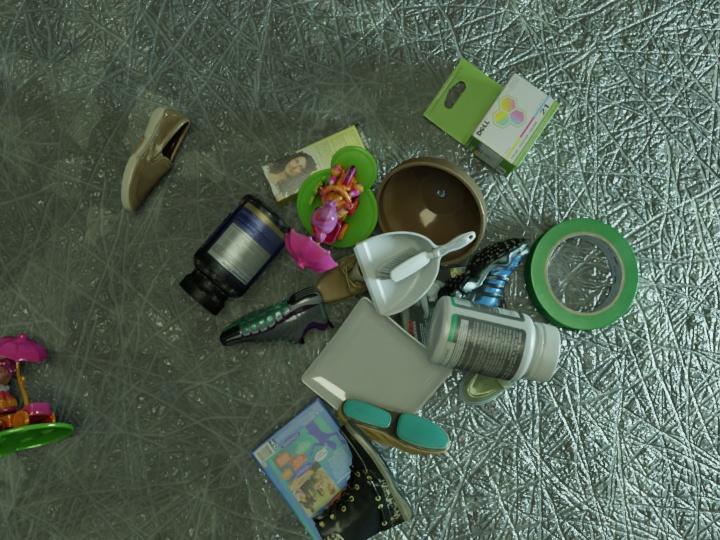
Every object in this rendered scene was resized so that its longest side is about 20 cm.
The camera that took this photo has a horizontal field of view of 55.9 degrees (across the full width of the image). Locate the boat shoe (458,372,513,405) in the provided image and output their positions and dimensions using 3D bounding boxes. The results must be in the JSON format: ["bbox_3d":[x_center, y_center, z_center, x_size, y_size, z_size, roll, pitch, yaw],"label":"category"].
[{"bbox_3d":[0.257,0.166,1.200,0.199,0.062,0.072,-38,78,0],"label":"boat shoe"}]

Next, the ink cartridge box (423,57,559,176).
[{"bbox_3d":[0.238,-0.295,1.254,0.199,0.076,0.149,35,83,1],"label":"ink cartridge box"}]

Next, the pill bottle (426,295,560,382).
[{"bbox_3d":[0.216,0.117,1.113,0.197,0.113,0.115,13,83,-4],"label":"pill bottle"}]

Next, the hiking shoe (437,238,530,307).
[{"bbox_3d":[0.227,0.020,1.203,0.199,0.074,0.087,-36,109,-11],"label":"hiking shoe"}]

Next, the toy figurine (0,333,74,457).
[{"bbox_3d":[-0.597,0.206,1.160,0.198,0.150,0.186,-24,69,20],"label":"toy figurine"}]

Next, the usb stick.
[{"bbox_3d":[0.059,0.151,1.216,0.198,0.033,0.056,28,76,1],"label":"usb stick"}]

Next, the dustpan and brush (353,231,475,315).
[{"bbox_3d":[0.102,-0.021,1.133,0.198,0.057,0.141,-29,112,-20],"label":"dustpan and brush"}]

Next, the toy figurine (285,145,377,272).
[{"bbox_3d":[-0.051,-0.083,1.117,0.149,0.185,0.201,27,123,-2],"label":"toy figurine"}]

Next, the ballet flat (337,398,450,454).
[{"bbox_3d":[0.055,0.274,1.163,0.198,0.064,0.069,20,44,9],"label":"ballet flat"}]

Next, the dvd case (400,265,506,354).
[{"bbox_3d":[0.168,0.067,1.221,0.197,0.022,0.148,-7,83,-14],"label":"dvd case"}]

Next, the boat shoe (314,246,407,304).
[{"bbox_3d":[0.000,0.000,1.198,0.198,0.066,0.075,-30,88,11],"label":"boat shoe"}]

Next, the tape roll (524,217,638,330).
[{"bbox_3d":[0.402,0.008,1.238,0.197,0.048,0.204,0,83,-2],"label":"tape roll"}]

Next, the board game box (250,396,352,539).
[{"bbox_3d":[-0.073,0.348,1.182,0.151,0.045,0.201,-37,86,-6],"label":"board game box"}]

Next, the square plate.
[{"bbox_3d":[0.027,0.178,1.187,0.199,0.028,0.199,39,106,2],"label":"square plate"}]

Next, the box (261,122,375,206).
[{"bbox_3d":[-0.076,-0.193,1.245,0.198,0.050,0.076,-26,85,-5],"label":"box"}]

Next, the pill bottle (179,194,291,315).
[{"bbox_3d":[-0.220,-0.025,1.188,0.112,0.112,0.201,40,84,3],"label":"pill bottle"}]

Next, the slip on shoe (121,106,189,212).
[{"bbox_3d":[-0.369,-0.197,1.225,0.060,0.076,0.202,18,75,7],"label":"slip on shoe"}]

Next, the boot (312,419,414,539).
[{"bbox_3d":[-0.018,0.364,1.110,0.153,0.073,0.205,-33,105,-6],"label":"boot"}]

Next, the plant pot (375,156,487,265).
[{"bbox_3d":[0.132,-0.118,1.200,0.199,0.202,0.093,32,42,2],"label":"plant pot"}]

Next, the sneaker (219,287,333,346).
[{"bbox_3d":[-0.148,0.108,1.198,0.198,0.075,0.088,-23,107,5],"label":"sneaker"}]
